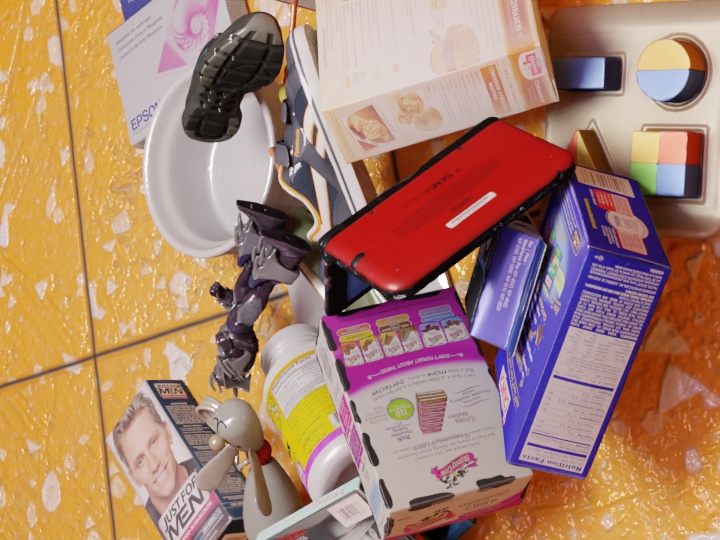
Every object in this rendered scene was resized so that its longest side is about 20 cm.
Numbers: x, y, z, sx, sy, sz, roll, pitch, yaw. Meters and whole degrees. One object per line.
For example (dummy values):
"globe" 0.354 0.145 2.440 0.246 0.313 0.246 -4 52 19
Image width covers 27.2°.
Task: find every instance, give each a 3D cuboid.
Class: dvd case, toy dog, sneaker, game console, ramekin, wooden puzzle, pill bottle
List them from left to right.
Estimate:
"sneaker" -0.129 -0.201 1.431 0.200 0.074 0.080 137 138 -55
"ramekin" -0.130 -0.111 1.563 0.199 0.097 0.204 -4 84 41
"toy dog" -0.112 0.226 1.477 0.201 0.096 0.131 54 152 -17
"sneaker" -0.046 -0.121 1.377 0.078 0.078 0.203 -17 94 16
"pill bottle" -0.031 0.138 1.427 0.105 0.103 0.201 -60 35 21
"sneaker" 0.000 0.000 1.451 0.090 0.067 0.201 -43 61 21
"dvd case" 0.018 0.284 1.371 0.145 0.200 0.022 -34 22 35
"game console" 0.073 -0.025 1.258 0.172 0.199 0.120 32 152 49
"wooden puzzle" 0.230 -0.133 1.281 0.184 0.046 0.203 6 91 42

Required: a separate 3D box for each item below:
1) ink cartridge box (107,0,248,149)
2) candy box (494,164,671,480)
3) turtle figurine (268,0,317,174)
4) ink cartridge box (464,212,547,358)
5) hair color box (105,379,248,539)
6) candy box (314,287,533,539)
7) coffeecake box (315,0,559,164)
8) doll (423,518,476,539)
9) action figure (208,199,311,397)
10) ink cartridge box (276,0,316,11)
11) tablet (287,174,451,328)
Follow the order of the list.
"ink cartridge box" -0.208 -0.268 1.680 0.195 0.043 0.203 -29 70 37
"candy box" 0.175 0.040 1.217 0.170 0.076 0.202 -88 15 -64
"turtle figurine" -0.012 -0.181 1.439 0.159 0.064 0.203 -1 75 4
"ink cartridge box" 0.122 0.003 1.284 0.039 0.200 0.101 16 99 -2
"hair color box" -0.192 0.225 1.621 0.100 0.060 0.201 -54 55 24
"candy box" 0.052 0.123 1.313 0.061 0.134 0.202 100 154 -54
"coffeecake box" 0.065 -0.198 1.326 0.197 0.073 0.155 -15 48 13
"doll" 0.062 0.200 1.405 0.136 0.048 0.203 -1 85 50
"action figure" -0.116 0.037 1.473 0.131 0.068 0.202 -117 42 -54
"ink cartridge box" -0.079 -0.380 1.505 0.083 0.144 0.203 -23 72 39
"tablet" 0.002 0.002 1.496 0.199 0.014 0.132 -29 69 37
